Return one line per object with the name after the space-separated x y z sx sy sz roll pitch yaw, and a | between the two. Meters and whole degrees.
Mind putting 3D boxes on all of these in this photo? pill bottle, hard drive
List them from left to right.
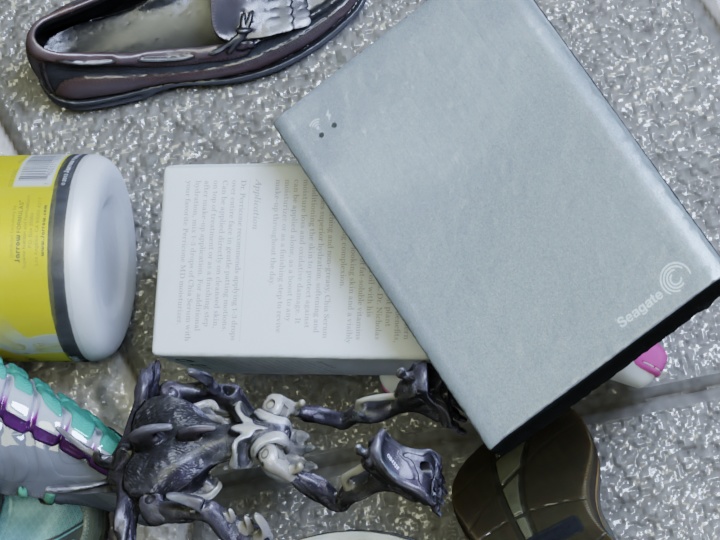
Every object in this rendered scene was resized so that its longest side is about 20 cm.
-0.228 -0.006 1.293 0.198 0.112 0.113 0 74 9 | pill bottle
0.067 -0.033 1.140 0.139 0.033 0.201 -37 71 8 | hard drive

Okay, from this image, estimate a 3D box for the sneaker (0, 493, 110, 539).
-0.234 0.135 1.261 0.198 0.096 0.080 -2 74 9 | sneaker

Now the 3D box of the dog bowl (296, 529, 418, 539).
0.000 0.237 1.206 0.198 0.074 0.202 -3 73 9 | dog bowl

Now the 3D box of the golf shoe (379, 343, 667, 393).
0.063 0.035 1.261 0.199 0.075 0.092 20 86 22 | golf shoe

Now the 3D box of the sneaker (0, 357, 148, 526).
-0.194 0.092 1.230 0.199 0.074 0.088 34 89 -10 | sneaker

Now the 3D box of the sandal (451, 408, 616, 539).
0.101 0.140 1.190 0.081 0.055 0.200 -25 33 -1 | sandal

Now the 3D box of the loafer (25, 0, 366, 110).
-0.092 -0.142 1.335 0.199 0.063 0.072 -18 72 4 | loafer

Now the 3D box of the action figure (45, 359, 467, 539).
-0.050 0.101 1.174 0.199 0.102 0.119 -8 47 20 | action figure

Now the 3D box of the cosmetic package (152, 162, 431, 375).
0.000 0.000 1.212 0.198 0.071 0.102 1 80 20 | cosmetic package
